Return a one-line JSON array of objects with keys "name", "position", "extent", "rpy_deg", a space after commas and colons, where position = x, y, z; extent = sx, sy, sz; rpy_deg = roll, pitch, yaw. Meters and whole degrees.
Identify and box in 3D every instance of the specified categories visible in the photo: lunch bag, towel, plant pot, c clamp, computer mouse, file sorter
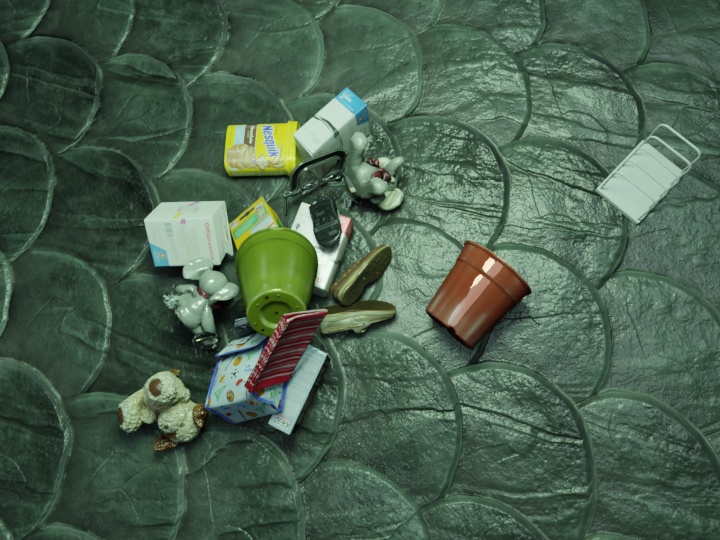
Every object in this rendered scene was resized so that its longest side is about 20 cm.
[{"name": "lunch bag", "position": [-0.259, 0.234, 1.264], "extent": [0.168, 0.124, 0.202], "rpy_deg": [-18, 45, 29]}, {"name": "towel", "position": [-0.156, 0.170, 1.142], "extent": [0.022, 0.144, 0.202], "rpy_deg": [40, 112, 25]}, {"name": "plant pot", "position": [-0.187, 0.040, 1.201], "extent": [0.197, 0.203, 0.194], "rpy_deg": [-12, 36, 0]}, {"name": "c clamp", "position": [-0.125, -0.247, 1.426], "extent": [0.198, 0.172, 0.027], "rpy_deg": [-29, 64, -20]}, {"name": "plant pot", "position": [0.269, 0.068, 1.287], "extent": [0.200, 0.201, 0.196], "rpy_deg": [39, 88, 13]}, {"name": "computer mouse", "position": [-0.309, 0.145, 1.295], "extent": [0.198, 0.034, 0.060], "rpy_deg": [-23, 111, -31]}, {"name": "file sorter", "position": [0.742, -0.252, 1.377], "extent": [0.200, 0.125, 0.139], "rpy_deg": [-44, 77, -10]}, {"name": "computer mouse", "position": [-0.066, -0.155, 1.348], "extent": [0.139, 0.046, 0.202], "rpy_deg": [-26, 63, 5]}]

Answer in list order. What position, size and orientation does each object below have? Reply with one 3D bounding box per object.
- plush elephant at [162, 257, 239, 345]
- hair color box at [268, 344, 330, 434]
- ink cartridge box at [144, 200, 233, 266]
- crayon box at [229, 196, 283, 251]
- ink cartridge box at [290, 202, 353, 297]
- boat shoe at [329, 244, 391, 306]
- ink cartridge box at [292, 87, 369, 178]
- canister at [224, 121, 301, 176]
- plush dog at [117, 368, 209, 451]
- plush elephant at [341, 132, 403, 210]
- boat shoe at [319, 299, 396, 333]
[{"name": "plush elephant", "position": [-0.380, 0.064, 1.319], "extent": [0.154, 0.201, 0.165], "rpy_deg": [-37, 68, -11]}, {"name": "hair color box", "position": [-0.143, 0.285, 1.284], "extent": [0.060, 0.099, 0.202], "rpy_deg": [24, 77, 8]}, {"name": "ink cartridge box", "position": [-0.423, -0.096, 1.373], "extent": [0.196, 0.126, 0.131], "rpy_deg": [-1, 117, 2]}, {"name": "crayon box", "position": [-0.259, -0.089, 1.381], "extent": [0.125, 0.052, 0.201], "rpy_deg": [-38, 45, 5]}, {"name": "ink cartridge box", "position": [-0.118, -0.052, 1.388], "extent": [0.144, 0.083, 0.203], "rpy_deg": [18, 76, 7]}, {"name": "boat shoe", "position": [0.000, 0.001, 1.371], "extent": [0.067, 0.073, 0.200], "rpy_deg": [28, 64, 38]}, {"name": "ink cartridge box", "position": [-0.075, -0.366, 1.443], "extent": [0.200, 0.145, 0.084], "rpy_deg": [-43, 74, -10]}, {"name": "canister", "position": [-0.267, -0.332, 1.476], "extent": [0.196, 0.087, 0.151], "rpy_deg": [-1, 73, 4]}, {"name": "plush dog", "position": [-0.452, 0.335, 1.286], "extent": [0.199, 0.160, 0.173], "rpy_deg": [-37, 89, 21]}, {"name": "plush elephant", "position": [0.046, -0.247, 1.398], "extent": [0.153, 0.200, 0.167], "rpy_deg": [-19, 74, -27]}, {"name": "boat shoe", "position": [-0.007, 0.121, 1.347], "extent": [0.196, 0.072, 0.066], "rpy_deg": [-7, 110, -4]}]
